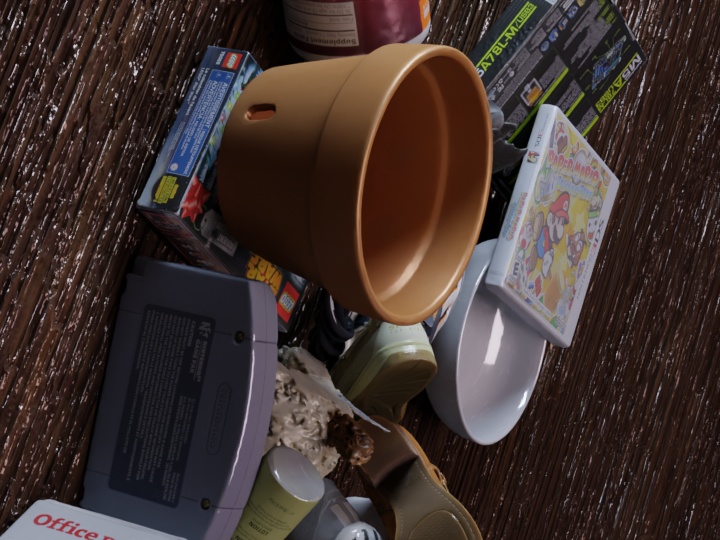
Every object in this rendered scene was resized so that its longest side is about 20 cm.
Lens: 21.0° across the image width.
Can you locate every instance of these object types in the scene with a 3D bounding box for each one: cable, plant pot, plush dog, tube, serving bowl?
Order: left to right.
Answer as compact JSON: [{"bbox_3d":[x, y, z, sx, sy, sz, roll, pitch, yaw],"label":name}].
[{"bbox_3d":[-0.103,0.208,1.408,0.200,0.058,0.052,-47,155,27],"label":"tube"},{"bbox_3d":[-0.088,0.152,1.478,0.172,0.160,0.200,-53,150,8],"label":"plush dog"},{"bbox_3d":[-0.009,-0.070,1.403,0.200,0.140,0.201,-28,124,-54],"label":"plant pot"},{"bbox_3d":[0.000,0.000,1.575,0.200,0.051,0.164,112,-3,-65],"label":"cable"},{"bbox_3d":[0.111,0.063,1.863,0.200,0.066,0.201,-32,127,-54],"label":"serving bowl"}]

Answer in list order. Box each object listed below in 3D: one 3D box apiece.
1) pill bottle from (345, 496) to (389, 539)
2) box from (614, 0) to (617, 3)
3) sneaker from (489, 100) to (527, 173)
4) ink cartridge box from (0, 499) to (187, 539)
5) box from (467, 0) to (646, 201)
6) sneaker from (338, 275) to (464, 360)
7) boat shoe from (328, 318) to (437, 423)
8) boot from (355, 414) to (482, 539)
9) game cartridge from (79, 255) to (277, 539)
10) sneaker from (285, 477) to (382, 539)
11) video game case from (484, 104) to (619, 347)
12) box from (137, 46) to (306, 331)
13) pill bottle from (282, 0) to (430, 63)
[{"bbox_3d":[0.015,0.296,1.719,0.117,0.116,0.200,-63,148,-26],"label":"pill bottle"},{"bbox_3d":[0.207,-0.257,1.951,0.137,0.040,0.201,41,64,-57],"label":"box"},{"bbox_3d":[0.076,-0.122,1.692,0.104,0.060,0.200,-33,154,6],"label":"sneaker"},{"bbox_3d":[-0.208,0.253,1.267,0.200,0.145,0.084,-46,138,-44],"label":"ink cartridge box"},{"bbox_3d":[0.172,-0.179,1.840,0.200,0.047,0.193,-52,149,-2],"label":"box"},{"bbox_3d":[0.038,0.028,1.697,0.079,0.078,0.201,49,58,-70],"label":"sneaker"},{"bbox_3d":[0.001,0.091,1.601,0.073,0.201,0.063,-3,64,-24],"label":"boat shoe"},{"bbox_3d":[0.059,0.211,1.580,0.201,0.073,0.155,65,2,18],"label":"boot"},{"bbox_3d":[-0.125,0.098,1.375,0.041,0.133,0.201,13,89,-61],"label":"game cartridge"},{"bbox_3d":[-0.071,0.250,1.594,0.200,0.116,0.075,-47,143,16],"label":"sneaker"},{"bbox_3d":[0.188,-0.039,1.872,0.200,0.023,0.183,37,68,-59],"label":"video game case"},{"bbox_3d":[-0.085,-0.058,1.475,0.200,0.040,0.137,50,57,-55],"label":"box"},{"bbox_3d":[-0.006,-0.226,1.496,0.114,0.114,0.201,-46,137,-45],"label":"pill bottle"}]
